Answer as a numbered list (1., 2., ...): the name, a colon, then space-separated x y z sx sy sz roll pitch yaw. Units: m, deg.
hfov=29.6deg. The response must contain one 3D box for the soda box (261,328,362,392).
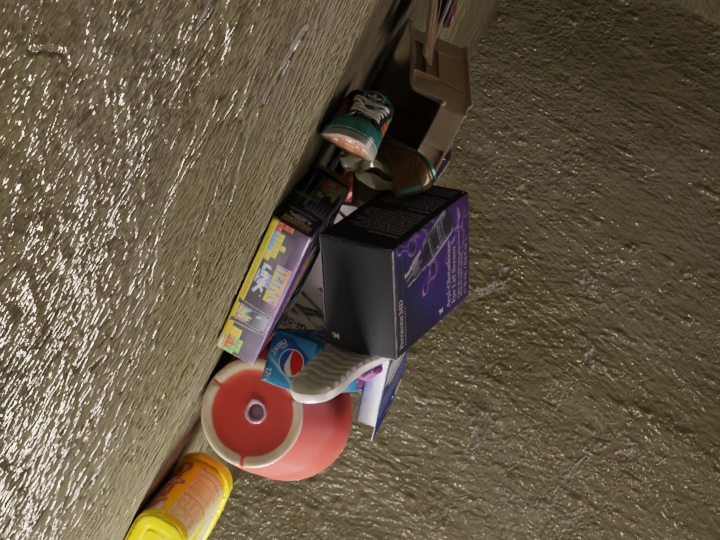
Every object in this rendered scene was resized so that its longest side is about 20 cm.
1. soda box: -0.049 0.115 1.741 0.200 0.063 0.069 8 99 -68

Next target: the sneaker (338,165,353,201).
1. sneaker: 0.023 -0.159 2.025 0.201 0.086 0.074 -60 176 -40

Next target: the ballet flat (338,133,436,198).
1. ballet flat: 0.018 -0.143 1.716 0.072 0.200 0.068 -32 132 -13

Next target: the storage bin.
1. storage bin: 0.068 -0.197 1.856 0.200 0.093 0.201 -87 -160 -54

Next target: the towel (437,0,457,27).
1. towel: 0.142 -0.428 1.756 0.145 0.022 0.202 113 -8 -56

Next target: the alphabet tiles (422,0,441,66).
1. alphabet tiles: 0.095 -0.346 1.709 0.200 0.007 0.170 -40 137 -84

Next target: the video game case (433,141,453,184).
1. video game case: 0.104 -0.193 1.953 0.143 0.019 0.202 124 -18 -52

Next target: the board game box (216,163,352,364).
1. board game box: -0.091 -0.009 1.659 0.201 0.056 0.166 -63 178 32

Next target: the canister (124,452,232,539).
1. canister: -0.258 0.353 1.865 0.150 0.086 0.200 -63 176 18

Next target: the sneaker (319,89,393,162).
1. sneaker: -0.001 -0.177 1.598 0.081 0.071 0.200 -62 -174 3

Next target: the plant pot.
1. plant pot: -0.122 0.190 1.844 0.202 0.199 0.177 -61 168 2

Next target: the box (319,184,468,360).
1. box: 0.045 -0.005 1.669 0.200 0.103 0.150 -39 134 -49

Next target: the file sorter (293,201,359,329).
1. file sorter: 0.000 0.000 1.844 0.199 0.124 0.140 3 121 -50

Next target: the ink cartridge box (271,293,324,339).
1. ink cartridge box: -0.067 0.080 2.083 0.201 0.146 0.083 -61 178 -30

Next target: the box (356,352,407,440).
1. box: 0.037 0.122 1.823 0.122 0.032 0.202 -59 165 -46

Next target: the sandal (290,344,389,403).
1. sandal: -0.014 0.121 1.644 0.202 0.082 0.050 -26 120 -44
